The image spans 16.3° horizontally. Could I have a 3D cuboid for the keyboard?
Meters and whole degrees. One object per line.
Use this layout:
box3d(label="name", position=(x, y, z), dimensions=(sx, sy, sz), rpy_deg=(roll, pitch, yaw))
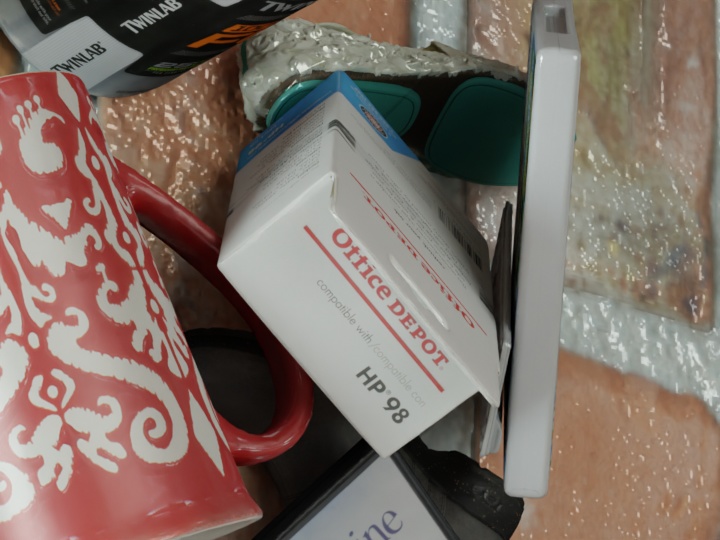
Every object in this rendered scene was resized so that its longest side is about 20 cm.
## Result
box3d(label="keyboard", position=(0.064, 0.023, 1.175), dimensions=(0.011, 0.200, 0.056), rpy_deg=(5, 109, 2))

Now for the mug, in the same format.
box3d(label="mug", position=(-0.126, 0.029, 1.055), dimensions=(0.177, 0.133, 0.200), rpy_deg=(-7, 75, -62))

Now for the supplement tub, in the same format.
box3d(label="supplement tub", position=(-0.070, -0.159, 1.094), dimensions=(0.122, 0.200, 0.123), rpy_deg=(12, 69, -35))

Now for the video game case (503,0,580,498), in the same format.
box3d(label="video game case", position=(0.083, -0.018, 1.163), dimensions=(0.022, 0.182, 0.201), rpy_deg=(4, 104, 2))

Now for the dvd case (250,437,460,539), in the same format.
box3d(label="dvd case", position=(0.010, 0.190, 1.116), dimensions=(0.143, 0.018, 0.200), rpy_deg=(-41, 114, -16))

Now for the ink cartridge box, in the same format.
box3d(label="ink cartridge box", position=(0.000, 0.000, 1.094), dimensions=(0.116, 0.067, 0.200), rpy_deg=(50, 14, -15))

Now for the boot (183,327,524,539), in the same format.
box3d(label="boot", position=(-0.019, 0.121, 1.139), dimensions=(0.200, 0.070, 0.132), rpy_deg=(32, 67, -19))

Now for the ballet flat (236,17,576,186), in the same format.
box3d(label="ballet flat", position=(0.023, -0.092, 1.240), dimensions=(0.200, 0.072, 0.072), rpy_deg=(10, 70, -38))
